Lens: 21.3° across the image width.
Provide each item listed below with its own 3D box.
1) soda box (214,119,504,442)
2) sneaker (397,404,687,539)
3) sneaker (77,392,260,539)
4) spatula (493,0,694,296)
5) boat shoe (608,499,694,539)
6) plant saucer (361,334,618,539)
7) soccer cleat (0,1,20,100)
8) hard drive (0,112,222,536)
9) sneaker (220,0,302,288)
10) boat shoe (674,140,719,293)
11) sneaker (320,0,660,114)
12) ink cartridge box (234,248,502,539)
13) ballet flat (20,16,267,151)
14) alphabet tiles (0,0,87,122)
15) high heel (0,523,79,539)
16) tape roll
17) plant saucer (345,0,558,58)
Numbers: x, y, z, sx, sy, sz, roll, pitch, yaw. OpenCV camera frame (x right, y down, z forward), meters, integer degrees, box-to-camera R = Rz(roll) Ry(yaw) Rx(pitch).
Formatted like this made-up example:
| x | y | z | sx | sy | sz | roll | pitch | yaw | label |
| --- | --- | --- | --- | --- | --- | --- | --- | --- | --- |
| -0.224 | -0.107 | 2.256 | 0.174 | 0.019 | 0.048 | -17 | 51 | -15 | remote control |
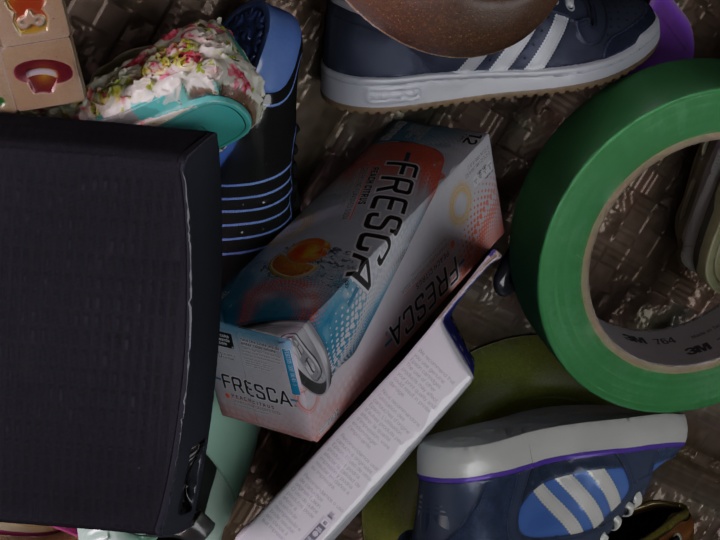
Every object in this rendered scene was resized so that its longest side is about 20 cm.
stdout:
| x | y | z | sx | sy | sz | roll | pitch | yaw | label |
| --- | --- | --- | --- | --- | --- | --- | --- | --- | --- |
| 0.000 | 0.000 | 1.007 | 0.200 | 0.063 | 0.069 | -47 | 136 | -41 | soda box |
| 0.113 | 0.160 | 1.116 | 0.199 | 0.080 | 0.148 | -6 | 95 | -37 | sneaker |
| -0.145 | 0.082 | 0.974 | 0.199 | 0.119 | 0.074 | 26 | 140 | -20 | sneaker |
| 0.135 | -0.068 | 1.101 | 0.201 | 0.021 | 0.056 | -54 | 132 | -5 | spatula |
| 0.120 | 0.183 | 1.178 | 0.199 | 0.072 | 0.069 | -8 | 113 | -33 | boat shoe |
| 0.097 | 0.137 | 1.199 | 0.199 | 0.031 | 0.201 | -11 | 117 | -21 | plant saucer |
| -0.204 | -0.164 | 0.894 | 0.083 | 0.065 | 0.201 | -7 | 120 | -1 | soccer cleat |
| -0.135 | 0.030 | 0.910 | 0.134 | 0.042 | 0.202 | 5 | 105 | 0 | hard drive |
| -0.062 | -0.045 | 1.013 | 0.077 | 0.070 | 0.201 | 11 | 116 | -31 | sneaker |
| 0.238 | -0.088 | 1.135 | 0.074 | 0.068 | 0.201 | 16 | 107 | -27 | boat shoe |
| 0.073 | -0.153 | 1.023 | 0.199 | 0.070 | 0.109 | -11 | 120 | -18 | sneaker |
| 0.021 | 0.076 | 1.043 | 0.041 | 0.200 | 0.200 | 41 | 93 | 3 | ink cartridge box |
| -0.137 | -0.067 | 0.956 | 0.199 | 0.064 | 0.076 | -20 | 146 | 14 | ballet flat |
| -0.234 | -0.110 | 0.884 | 0.198 | 0.008 | 0.168 | -8 | 119 | 3 | alphabet tiles |
| -0.237 | 0.136 | 0.993 | 0.199 | 0.096 | 0.068 | -4 | 118 | -25 | high heel |
| 0.184 | -0.018 | 1.079 | 0.199 | 0.048 | 0.202 | -8 | 118 | -16 | tape roll |
| 0.048 | -0.207 | 0.946 | 0.199 | 0.034 | 0.202 | 6 | 81 | -37 | plant saucer |
